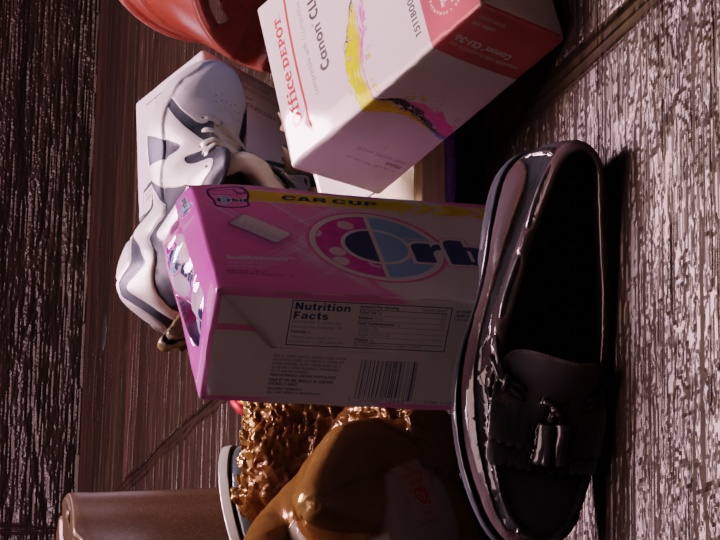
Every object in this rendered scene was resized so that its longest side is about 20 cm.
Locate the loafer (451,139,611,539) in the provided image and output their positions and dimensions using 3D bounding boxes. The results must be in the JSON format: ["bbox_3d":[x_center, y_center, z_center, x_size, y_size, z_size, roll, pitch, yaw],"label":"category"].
[{"bbox_3d":[0.087,0.033,1.075,0.063,0.071,0.201,144,132,-68],"label":"loafer"}]

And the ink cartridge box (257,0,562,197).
[{"bbox_3d":[0.011,-0.126,1.247,0.200,0.067,0.117,-39,50,36],"label":"ink cartridge box"}]

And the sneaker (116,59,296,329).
[{"bbox_3d":[-0.082,-0.065,1.460,0.129,0.079,0.200,-19,41,41],"label":"sneaker"}]

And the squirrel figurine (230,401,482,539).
[{"bbox_3d":[-0.029,0.156,1.276,0.186,0.141,0.200,-34,25,32],"label":"squirrel figurine"}]

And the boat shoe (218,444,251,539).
[{"bbox_3d":[-0.031,0.192,1.366,0.201,0.062,0.073,70,-169,19],"label":"boat shoe"}]

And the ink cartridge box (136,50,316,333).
[{"bbox_3d":[-0.082,-0.036,1.622,0.084,0.144,0.201,-35,45,34],"label":"ink cartridge box"}]

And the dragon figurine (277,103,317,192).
[{"bbox_3d":[0.009,-0.078,1.434,0.200,0.099,0.059,-132,32,-60],"label":"dragon figurine"}]

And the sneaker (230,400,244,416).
[{"bbox_3d":[-0.045,0.054,1.366,0.077,0.085,0.200,39,163,27],"label":"sneaker"}]

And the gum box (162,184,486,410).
[{"bbox_3d":[0.000,0.014,1.158,0.114,0.199,0.066,-112,29,-59],"label":"gum box"}]

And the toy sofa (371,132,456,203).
[{"bbox_3d":[0.036,-0.092,1.340,0.083,0.097,0.201,-21,63,49],"label":"toy sofa"}]

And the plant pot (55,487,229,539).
[{"bbox_3d":[-0.121,0.240,1.627,0.200,0.197,0.202,-175,90,-78],"label":"plant pot"}]

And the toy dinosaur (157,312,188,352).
[{"bbox_3d":[-0.020,0.014,1.268,0.101,0.199,0.058,-62,35,38],"label":"toy dinosaur"}]

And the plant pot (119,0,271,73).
[{"bbox_3d":[-0.079,-0.239,1.643,0.195,0.200,0.202,-133,48,-62],"label":"plant pot"}]
